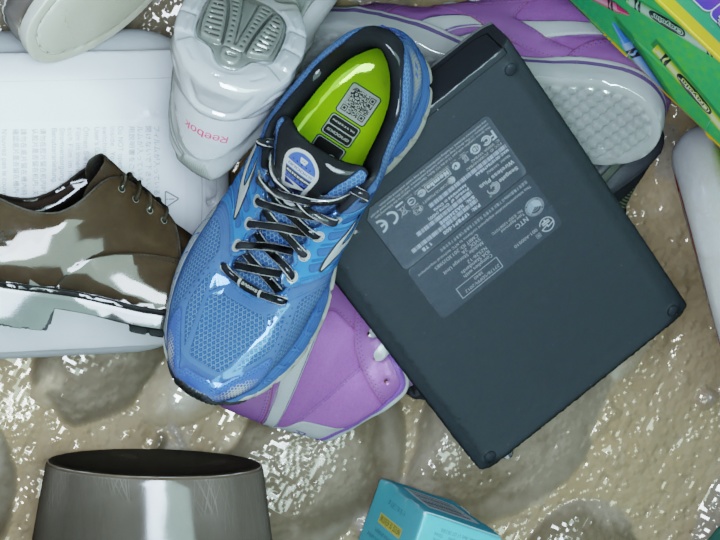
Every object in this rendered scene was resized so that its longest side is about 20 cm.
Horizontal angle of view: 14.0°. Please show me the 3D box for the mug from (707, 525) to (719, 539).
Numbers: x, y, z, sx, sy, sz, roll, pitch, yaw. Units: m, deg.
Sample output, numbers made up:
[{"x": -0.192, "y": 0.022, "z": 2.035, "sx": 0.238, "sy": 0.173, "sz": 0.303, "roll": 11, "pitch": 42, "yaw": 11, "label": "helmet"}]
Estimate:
[{"x": 0.269, "y": 0.202, "z": 1.644, "sx": 0.184, "sy": 0.114, "sz": 0.153, "roll": 25, "pitch": 91, "yaw": -21, "label": "mug"}]

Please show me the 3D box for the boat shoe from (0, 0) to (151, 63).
[{"x": -0.112, "y": -0.184, "z": 1.459, "sx": 0.059, "sy": 0.072, "sz": 0.200, "roll": 35, "pitch": 69, "yaw": 21, "label": "boat shoe"}]

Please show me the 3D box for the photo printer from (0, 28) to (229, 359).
[{"x": -0.164, "y": -0.038, "z": 1.482, "sx": 0.199, "sy": 0.069, "sz": 0.167, "roll": -3, "pitch": 100, "yaw": -18, "label": "photo printer"}]

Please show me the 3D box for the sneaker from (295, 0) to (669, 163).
[{"x": 0.066, "y": -0.118, "z": 1.543, "sx": 0.199, "sy": 0.115, "sz": 0.073, "roll": 12, "pitch": 134, "yaw": 4, "label": "sneaker"}]

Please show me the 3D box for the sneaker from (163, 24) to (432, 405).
[{"x": -0.035, "y": -0.032, "z": 1.368, "sx": 0.078, "sy": 0.089, "sz": 0.201, "roll": 26, "pitch": 84, "yaw": 8, "label": "sneaker"}]

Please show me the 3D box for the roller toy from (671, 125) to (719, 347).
[{"x": 0.251, "y": -0.001, "z": 1.554, "sx": 0.139, "sy": 0.200, "sz": 0.184, "roll": -15, "pitch": 89, "yaw": 6, "label": "roller toy"}]

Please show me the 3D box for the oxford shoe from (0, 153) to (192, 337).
[{"x": -0.108, "y": -0.012, "z": 1.431, "sx": 0.199, "sy": 0.073, "sz": 0.085, "roll": 6, "pitch": 96, "yaw": -20, "label": "oxford shoe"}]

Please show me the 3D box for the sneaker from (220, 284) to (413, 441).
[{"x": 0.000, "y": 0.000, "z": 1.520, "sx": 0.114, "sy": 0.073, "sz": 0.201, "roll": 25, "pitch": 117, "yaw": -11, "label": "sneaker"}]

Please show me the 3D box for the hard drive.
[{"x": 0.064, "y": -0.008, "z": 1.484, "sx": 0.139, "sy": 0.033, "sz": 0.200, "roll": -38, "pitch": 123, "yaw": -2, "label": "hard drive"}]

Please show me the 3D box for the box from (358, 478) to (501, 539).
[{"x": 0.008, "y": 0.219, "z": 1.579, "sx": 0.049, "sy": 0.082, "sz": 0.201, "roll": 19, "pitch": 93, "yaw": -19, "label": "box"}]

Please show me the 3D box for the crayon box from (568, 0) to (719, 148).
[{"x": 0.198, "y": -0.133, "z": 1.465, "sx": 0.119, "sy": 0.058, "sz": 0.200, "roll": -37, "pitch": 74, "yaw": -25, "label": "crayon box"}]

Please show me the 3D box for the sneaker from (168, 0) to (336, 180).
[{"x": -0.056, "y": -0.122, "z": 1.457, "sx": 0.078, "sy": 0.200, "sz": 0.100, "roll": 26, "pitch": 132, "yaw": 2, "label": "sneaker"}]

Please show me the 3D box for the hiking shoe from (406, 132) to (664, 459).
[{"x": 0.106, "y": 0.001, "z": 1.586, "sx": 0.101, "sy": 0.076, "sz": 0.200, "roll": 36, "pitch": 94, "yaw": -32, "label": "hiking shoe"}]

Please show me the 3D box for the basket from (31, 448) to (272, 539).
[{"x": -0.110, "y": 0.197, "z": 1.510, "sx": 0.179, "sy": 0.136, "sz": 0.201, "roll": 2, "pitch": 93, "yaw": 14, "label": "basket"}]
